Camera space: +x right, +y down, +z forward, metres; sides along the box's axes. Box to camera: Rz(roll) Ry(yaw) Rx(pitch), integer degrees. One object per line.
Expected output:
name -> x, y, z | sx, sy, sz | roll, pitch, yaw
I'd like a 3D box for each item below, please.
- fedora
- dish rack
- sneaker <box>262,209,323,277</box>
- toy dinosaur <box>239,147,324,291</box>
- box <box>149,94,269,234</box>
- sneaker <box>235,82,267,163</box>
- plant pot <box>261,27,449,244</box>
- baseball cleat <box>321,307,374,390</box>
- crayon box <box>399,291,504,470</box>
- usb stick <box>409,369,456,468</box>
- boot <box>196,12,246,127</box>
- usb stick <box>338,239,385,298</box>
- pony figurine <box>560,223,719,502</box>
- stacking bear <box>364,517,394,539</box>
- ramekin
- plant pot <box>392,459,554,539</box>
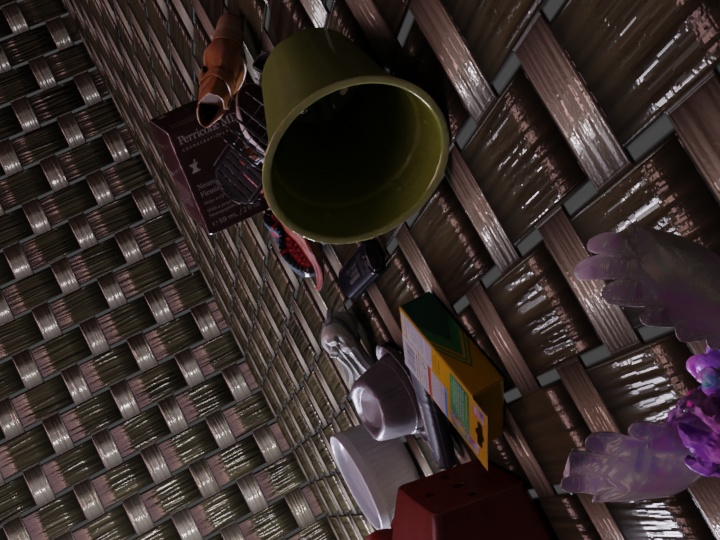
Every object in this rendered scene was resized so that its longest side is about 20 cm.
fedora -> 0.042, 0.214, 1.478 | 0.178, 0.090, 0.200 | 62, 164, 8
dish rack -> -0.144, -0.196, 1.284 | 0.054, 0.201, 0.153 | 30, -172, -39
sneaker -> -0.103, -0.041, 1.609 | 0.096, 0.079, 0.200 | 64, 176, -39
toy dinosaur -> -0.108, -0.099, 1.358 | 0.180, 0.202, 0.105 | 20, 170, -2
box -> -0.258, -0.201, 1.656 | 0.164, 0.165, 0.201 | 35, 149, 61
sneaker -> -0.146, -0.200, 1.468 | 0.201, 0.072, 0.085 | 62, 162, 0
plant pot -> -0.030, -0.165, 0.990 | 0.191, 0.198, 0.201 | -116, 11, -46
baseball cleat -> -0.005, 0.143, 1.593 | 0.107, 0.069, 0.201 | -86, -25, -46
crayon box -> 0.125, 0.139, 1.168 | 0.200, 0.051, 0.126 | 52, 161, 38
usb stick -> 0.107, 0.211, 1.345 | 0.055, 0.032, 0.201 | 42, 154, 51
boot -> -0.228, -0.291, 1.457 | 0.200, 0.073, 0.156 | 110, 169, -65
usb stick -> 0.000, 0.000, 1.389 | 0.200, 0.032, 0.056 | 131, 119, -73
pony figurine -> 0.226, 0.069, 0.524 | 0.200, 0.191, 0.168 | -162, 81, -69
stacking bear -> 0.093, 0.409, 1.417 | 0.122, 0.199, 0.114 | 51, 160, 38
ramekin -> 0.034, 0.381, 1.742 | 0.201, 0.104, 0.201 | 56, 162, 28
plant pot -> 0.148, 0.369, 1.226 | 0.200, 0.198, 0.178 | -169, 66, -71
